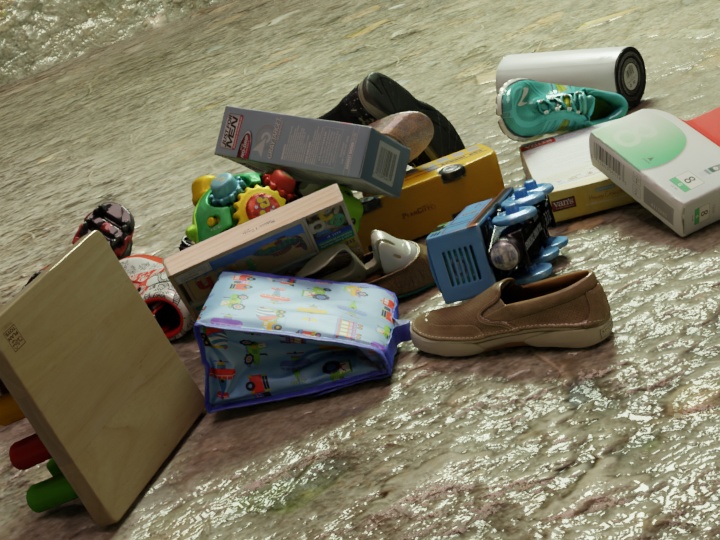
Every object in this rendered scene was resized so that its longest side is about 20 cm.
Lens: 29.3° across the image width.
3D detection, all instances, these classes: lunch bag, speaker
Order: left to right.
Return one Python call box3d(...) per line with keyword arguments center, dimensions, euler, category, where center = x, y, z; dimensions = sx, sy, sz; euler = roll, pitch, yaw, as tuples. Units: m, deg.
box3d(center=(-0.048, 0.059, 1.337), dimensions=(0.197, 0.095, 0.151), euler=(-4, 20, 7), category="lunch bag")
box3d(center=(0.280, -0.257, 1.861), dimensions=(0.198, 0.082, 0.081), euler=(3, 28, 43), category="speaker")

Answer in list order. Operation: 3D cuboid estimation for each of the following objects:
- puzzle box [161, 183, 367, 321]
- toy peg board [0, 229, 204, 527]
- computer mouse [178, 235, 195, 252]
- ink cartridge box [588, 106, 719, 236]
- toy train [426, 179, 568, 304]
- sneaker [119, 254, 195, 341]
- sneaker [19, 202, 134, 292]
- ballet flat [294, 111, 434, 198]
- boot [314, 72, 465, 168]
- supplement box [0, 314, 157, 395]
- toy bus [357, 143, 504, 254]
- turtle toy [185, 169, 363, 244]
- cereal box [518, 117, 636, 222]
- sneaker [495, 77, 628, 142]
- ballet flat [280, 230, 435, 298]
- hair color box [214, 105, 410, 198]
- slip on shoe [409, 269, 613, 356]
box3d(center=(-0.096, -0.006, 1.444), dimensions=(0.198, 0.134, 0.026), euler=(-24, 56, 0), category="puzzle box")
box3d(center=(-0.262, 0.104, 1.240), dimensions=(0.097, 0.201, 0.200), euler=(-23, 16, 27), category="toy peg board")
box3d(center=(-0.161, -0.028, 1.659), dimensions=(0.108, 0.044, 0.200), euler=(17, 12, -7), category="computer mouse")
box3d(center=(0.366, -0.127, 1.453), dimensions=(0.198, 0.051, 0.161), euler=(-26, 42, -17), category="ink cartridge box")
box3d(center=(0.139, -0.033, 1.382), dimensions=(0.113, 0.088, 0.200), euler=(-13, 12, 20), category="toy train")
box3d(center=(-0.249, 0.033, 1.561), dimensions=(0.199, 0.068, 0.108), euler=(0, 24, 32), category="sneaker")
box3d(center=(-0.345, 0.013, 1.681), dimensions=(0.070, 0.098, 0.201), euler=(33, 69, 14), category="sneaker")
box3d(center=(-0.003, -0.122, 1.615), dimensions=(0.198, 0.068, 0.068), euler=(-24, 27, 22), category="ballet flat")
box3d(center=(0.025, -0.151, 1.705), dimensions=(0.153, 0.203, 0.074), euler=(-25, 46, 35), category="boot")
box3d(center=(-0.312, 0.094, 1.469), dimensions=(0.198, 0.062, 0.109), euler=(1, 27, 37), category="supplement box")
box3d(center=(0.070, -0.082, 1.605), dimensions=(0.198, 0.066, 0.078), euler=(-21, 21, -10), category="toy bus")
box3d(center=(-0.095, -0.052, 1.511), dimensions=(0.197, 0.148, 0.101), euler=(-6, -18, -21), category="turtle toy")
box3d(center=(0.264, -0.118, 1.583), dimensions=(0.142, 0.040, 0.200), euler=(-14, 20, 5), category="cereal box")
box3d(center=(0.243, -0.201, 1.674), dimensions=(0.198, 0.079, 0.079), euler=(-7, 0, -38), category="sneaker")
box3d(center=(0.000, 0.000, 1.441), dimensions=(0.197, 0.073, 0.068), euler=(-18, 33, -5), category="ballet flat")
box3d(center=(-0.055, -0.134, 1.551), dimensions=(0.198, 0.062, 0.099), euler=(11, -5, 30), category="hair color box")
box3d(center=(0.133, 0.036, 1.269), dimensions=(0.198, 0.061, 0.076), euler=(-2, 25, 34), category="slip on shoe")
